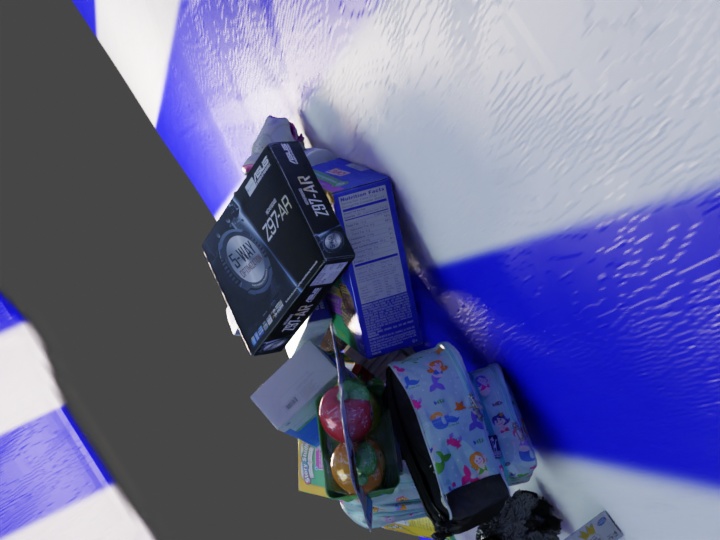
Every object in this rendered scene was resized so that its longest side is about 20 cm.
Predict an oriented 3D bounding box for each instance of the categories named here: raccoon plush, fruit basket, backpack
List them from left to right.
[{"bbox_3d":[-0.002,0.180,1.517,0.200,0.094,0.186,85,177,-60],"label":"fruit basket"},{"bbox_3d":[0.063,0.254,1.738,0.167,0.200,0.127,-163,64,-68],"label":"backpack"},{"bbox_3d":[0.107,0.181,1.506,0.200,0.150,0.178,62,172,19],"label":"backpack"},{"bbox_3d":[0.157,0.340,1.660,0.134,0.200,0.097,-48,56,58],"label":"raccoon plush"}]

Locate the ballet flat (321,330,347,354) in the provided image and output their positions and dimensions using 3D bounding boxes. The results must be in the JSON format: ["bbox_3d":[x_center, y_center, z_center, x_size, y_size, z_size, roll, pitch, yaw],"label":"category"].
[{"bbox_3d":[-0.015,0.079,1.900,0.070,0.065,0.200,16,-170,25],"label":"ballet flat"}]

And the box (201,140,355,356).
[{"bbox_3d":[-0.096,-0.023,1.505,0.200,0.043,0.160,-50,58,44],"label":"box"}]

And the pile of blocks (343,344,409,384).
[{"bbox_3d":[0.023,0.121,1.773,0.200,0.062,0.082,39,-178,-41],"label":"pile of blocks"}]

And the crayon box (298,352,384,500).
[{"bbox_3d":[-0.028,0.217,1.856,0.119,0.058,0.201,4,96,45],"label":"crayon box"}]

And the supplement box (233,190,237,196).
[{"bbox_3d":[-0.090,-0.038,1.900,0.200,0.103,0.131,56,167,6],"label":"supplement box"}]

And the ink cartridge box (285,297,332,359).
[{"bbox_3d":[-0.086,-0.011,1.623,0.200,0.043,0.197,120,133,-66],"label":"ink cartridge box"}]

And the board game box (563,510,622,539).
[{"bbox_3d":[0.191,0.348,1.478,0.034,0.200,0.134,54,169,16],"label":"board game box"}]

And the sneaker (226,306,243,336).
[{"bbox_3d":[-0.116,0.021,1.996,0.115,0.199,0.081,68,154,14],"label":"sneaker"}]

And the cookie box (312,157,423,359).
[{"bbox_3d":[-0.007,-0.018,1.549,0.171,0.075,0.200,-149,45,-68],"label":"cookie box"}]

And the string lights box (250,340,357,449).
[{"bbox_3d":[-0.055,0.162,1.685,0.059,0.103,0.200,46,179,20],"label":"string lights box"}]

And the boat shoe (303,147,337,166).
[{"bbox_3d":[-0.048,-0.055,1.660,0.068,0.072,0.200,-163,58,-67],"label":"boat shoe"}]

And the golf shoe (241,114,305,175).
[{"bbox_3d":[-0.088,-0.140,1.729,0.075,0.092,0.200,12,174,15],"label":"golf shoe"}]

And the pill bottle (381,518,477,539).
[{"bbox_3d":[0.081,0.318,1.885,0.200,0.113,0.113,6,138,30],"label":"pill bottle"}]

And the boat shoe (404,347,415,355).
[{"bbox_3d":[0.061,0.176,1.872,0.202,0.086,0.075,59,169,-6],"label":"boat shoe"}]
